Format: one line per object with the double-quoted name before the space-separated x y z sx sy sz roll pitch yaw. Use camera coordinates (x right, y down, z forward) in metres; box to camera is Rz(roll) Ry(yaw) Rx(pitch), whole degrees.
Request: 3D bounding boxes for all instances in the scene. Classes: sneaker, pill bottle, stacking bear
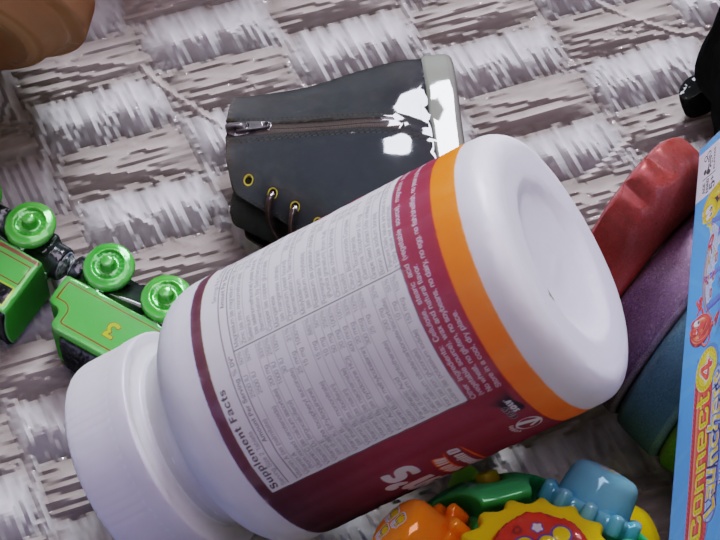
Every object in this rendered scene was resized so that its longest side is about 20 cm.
"sneaker" 0.000 0.000 1.132 0.105 0.075 0.201 -9 50 3
"pill bottle" -0.007 0.037 1.016 0.199 0.110 0.110 -27 48 22
"stacking bear" 0.172 0.053 1.071 0.200 0.122 0.114 39 17 11

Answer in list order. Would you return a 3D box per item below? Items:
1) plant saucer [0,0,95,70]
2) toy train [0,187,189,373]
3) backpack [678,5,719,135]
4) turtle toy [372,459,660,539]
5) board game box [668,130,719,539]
"plant saucer" -0.213 -0.125 1.139 0.199 0.200 0.033 13 79 6
"toy train" -0.156 -0.004 1.136 0.199 0.042 0.057 27 65 17
"backpack" 0.256 -0.090 1.146 0.189 0.200 0.155 1 56 -11
"turtle toy" 0.071 0.150 0.988 0.145 0.101 0.201 -13 53 -14
"board game box" 0.218 0.055 0.996 0.195 0.056 0.201 15 64 -15
